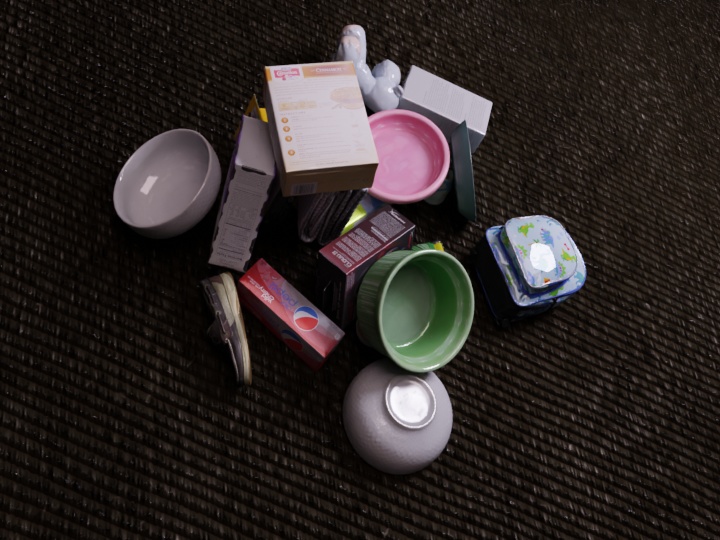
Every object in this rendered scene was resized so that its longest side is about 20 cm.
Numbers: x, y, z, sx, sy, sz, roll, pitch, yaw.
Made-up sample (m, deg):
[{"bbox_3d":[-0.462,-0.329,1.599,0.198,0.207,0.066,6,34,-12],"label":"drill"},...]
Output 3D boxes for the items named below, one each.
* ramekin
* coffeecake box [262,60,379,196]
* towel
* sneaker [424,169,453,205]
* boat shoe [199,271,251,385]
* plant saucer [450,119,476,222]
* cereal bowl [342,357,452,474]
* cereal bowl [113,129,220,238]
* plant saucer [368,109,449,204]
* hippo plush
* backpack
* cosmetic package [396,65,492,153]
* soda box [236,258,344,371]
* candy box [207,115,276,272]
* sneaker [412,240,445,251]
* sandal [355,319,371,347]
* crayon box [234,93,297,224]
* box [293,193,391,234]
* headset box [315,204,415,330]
[{"bbox_3d":[0.088,0.062,1.382,0.196,0.097,0.206,-5,99,-31],"label":"ramekin"},{"bbox_3d":[-0.067,-0.230,1.312,0.149,0.073,0.204,-7,65,-14],"label":"coffeecake box"},{"bbox_3d":[-0.051,-0.162,1.439,0.083,0.201,0.169,9,60,-16],"label":"towel"},{"bbox_3d":[0.103,-0.222,1.659,0.198,0.081,0.077,34,57,2],"label":"sneaker"},{"bbox_3d":[-0.225,0.101,1.364,0.063,0.074,0.204,-11,62,-13],"label":"boat shoe"},{"bbox_3d":[0.203,-0.195,1.627,0.035,0.201,0.205,-5,60,6],"label":"plant saucer"},{"bbox_3d":[0.071,0.235,1.386,0.195,0.084,0.205,10,58,-15],"label":"cereal bowl"},{"bbox_3d":[-0.323,-0.138,1.412,0.195,0.084,0.204,-11,56,17],"label":"cereal bowl"},{"bbox_3d":[0.073,-0.214,1.579,0.195,0.051,0.206,1,67,-3],"label":"plant saucer"},{"bbox_3d":[0.015,-0.397,1.677,0.157,0.160,0.204,17,56,-9],"label":"hippo plush"},{"bbox_3d":[0.339,-0.012,1.588,0.196,0.147,0.187,-11,68,-28],"label":"backpack"},{"bbox_3d":[0.177,-0.346,1.761,0.196,0.072,0.103,24,56,-6],"label":"cosmetic package"},{"bbox_3d":[-0.124,0.077,1.409,0.199,0.070,0.064,41,58,5],"label":"soda box"},{"bbox_3d":[-0.198,-0.131,1.394,0.070,0.203,0.170,14,35,-12],"label":"candy box"},{"bbox_3d":[0.132,0.033,1.528,0.083,0.079,0.203,-7,46,-12],"label":"sneaker"},{"bbox_3d":[0.091,0.097,1.485,0.201,0.059,0.081,5,60,-18],"label":"sandal"},{"bbox_3d":[-0.171,-0.206,1.515,0.050,0.126,0.204,-4,63,-31],"label":"crayon box"},{"bbox_3d":[-0.024,-0.144,1.585,0.198,0.048,0.123,-34,77,-31],"label":"box"},{"bbox_3d":[0.000,0.000,1.445,0.075,0.151,0.198,37,52,26],"label":"headset box"}]
